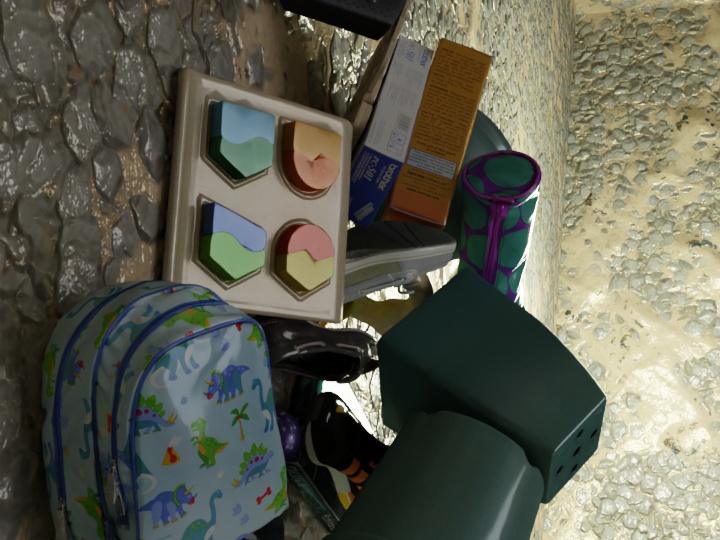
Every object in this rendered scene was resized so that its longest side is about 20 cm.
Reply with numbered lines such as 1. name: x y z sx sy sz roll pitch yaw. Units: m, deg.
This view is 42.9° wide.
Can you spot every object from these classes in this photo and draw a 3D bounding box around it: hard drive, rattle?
1. hard drive: -0.006 -0.320 0.923 0.042 0.134 0.201 110 -4 -57
2. rattle: 0.029 0.070 0.986 0.201 0.129 0.144 56 26 -33

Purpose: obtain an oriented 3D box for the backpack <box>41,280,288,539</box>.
1. backpack: -0.124 0.105 0.585 0.162 0.153 0.202 -13 89 -41

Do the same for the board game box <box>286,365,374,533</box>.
1. board game box: -0.033 0.191 0.997 0.201 0.028 0.136 65 31 -50

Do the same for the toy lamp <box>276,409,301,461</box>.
1. toy lamp: -0.107 0.114 0.746 0.200 0.058 0.059 57 38 -61

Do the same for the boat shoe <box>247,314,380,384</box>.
1. boat shoe: -0.039 0.084 0.876 0.199 0.067 0.057 27 37 -52

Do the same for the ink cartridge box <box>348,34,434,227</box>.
1. ink cartridge box: 0.025 -0.145 0.934 0.094 0.044 0.201 120 -10 -45

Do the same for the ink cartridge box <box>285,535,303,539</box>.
1. ink cartridge box: -0.094 0.356 0.811 0.200 0.050 0.163 -29 118 -63

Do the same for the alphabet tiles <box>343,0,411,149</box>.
1. alphabet tiles: 0.006 -0.183 0.951 0.196 0.014 0.201 125 -13 -50

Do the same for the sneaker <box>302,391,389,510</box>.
1. sneaker: 0.008 0.186 0.934 0.201 0.089 0.070 68 30 -47

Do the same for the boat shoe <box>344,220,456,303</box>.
1. boat shoe: 0.000 0.001 0.891 0.074 0.200 0.065 42 -39 52

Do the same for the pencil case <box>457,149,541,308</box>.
1. pencil case: 0.146 -0.030 0.991 0.093 0.084 0.201 -74 167 -45

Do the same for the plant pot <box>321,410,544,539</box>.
1. plant pot: 0.065 0.249 0.827 0.197 0.199 0.201 -55 144 -34

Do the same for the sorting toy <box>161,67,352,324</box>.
1. sorting toy: -0.074 -0.056 0.764 0.199 0.036 0.187 11 79 -45

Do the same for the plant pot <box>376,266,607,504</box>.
1. plant pot: 0.138 0.129 0.927 0.141 0.199 0.142 -36 143 -28

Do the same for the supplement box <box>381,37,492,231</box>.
1. supplement box: 0.082 -0.139 0.972 0.067 0.068 0.202 116 -10 -75

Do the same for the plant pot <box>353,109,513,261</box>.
1. plant pot: 0.070 -0.089 1.077 0.134 0.199 0.202 -40 130 -41
